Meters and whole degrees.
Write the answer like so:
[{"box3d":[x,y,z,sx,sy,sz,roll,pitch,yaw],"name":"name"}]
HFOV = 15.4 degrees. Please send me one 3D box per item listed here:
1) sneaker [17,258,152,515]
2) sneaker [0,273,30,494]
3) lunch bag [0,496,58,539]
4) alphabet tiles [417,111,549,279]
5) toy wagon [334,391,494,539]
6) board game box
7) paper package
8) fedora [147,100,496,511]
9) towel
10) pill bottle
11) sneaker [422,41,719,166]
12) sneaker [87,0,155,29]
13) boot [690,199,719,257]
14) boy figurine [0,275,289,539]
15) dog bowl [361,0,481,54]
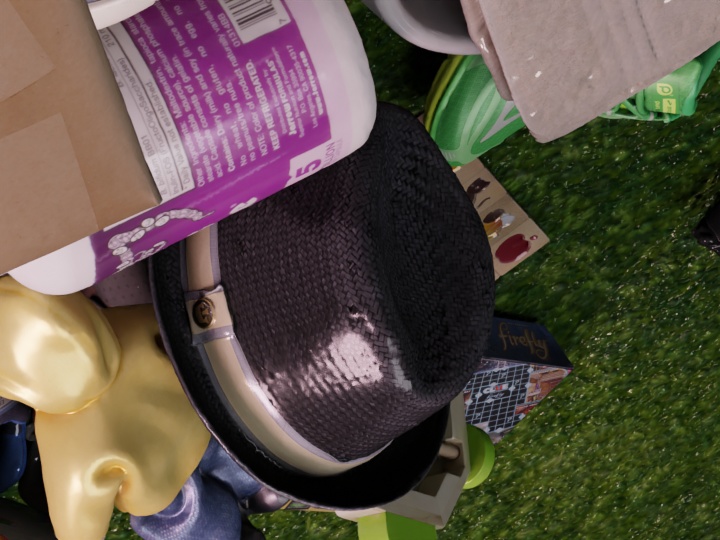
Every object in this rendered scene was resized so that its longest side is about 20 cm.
[{"box3d":[-0.112,0.047,1.233,0.082,0.077,0.200,-53,170,-45],"name":"sneaker"},{"box3d":[-0.175,0.031,1.174,0.077,0.085,0.200,-24,147,-13],"name":"sneaker"},{"box3d":[-0.196,0.139,1.230,0.200,0.160,0.077,23,90,-40],"name":"lunch bag"},{"box3d":[-0.005,-0.006,1.347,0.167,0.008,0.200,-36,148,7],"name":"alphabet tiles"},{"box3d":[0.010,0.067,1.271,0.039,0.201,0.155,-14,160,30],"name":"toy wagon"},{"box3d":[0.008,0.076,1.434,0.136,0.035,0.200,-46,149,24],"name":"board game box"},{"box3d":[-0.160,-0.116,0.879,0.103,0.191,0.200,-25,148,-6],"name":"paper package"},{"box3d":[0.000,0.000,1.162,0.200,0.202,0.091,5,161,-45],"name":"fedora"},{"box3d":[0.103,-0.139,1.118,0.132,0.035,0.200,-31,148,-4],"name":"towel"},{"box3d":[-0.103,-0.058,1.073,0.199,0.112,0.112,-27,149,-15],"name":"pill bottle"},{"box3d":[0.118,-0.103,1.239,0.199,0.084,0.074,-30,157,-1],"name":"sneaker"},{"box3d":[-0.078,-0.158,1.021,0.199,0.075,0.085,-24,127,-1],"name":"sneaker"},{"box3d":[0.246,-0.062,1.430,0.162,0.074,0.198,-41,148,21],"name":"boot"},{"box3d":[-0.105,0.069,1.163,0.200,0.064,0.125,43,64,-45],"name":"boy figurine"},{"box3d":[0.071,-0.173,1.129,0.199,0.059,0.200,-22,148,-15],"name":"dog bowl"}]
